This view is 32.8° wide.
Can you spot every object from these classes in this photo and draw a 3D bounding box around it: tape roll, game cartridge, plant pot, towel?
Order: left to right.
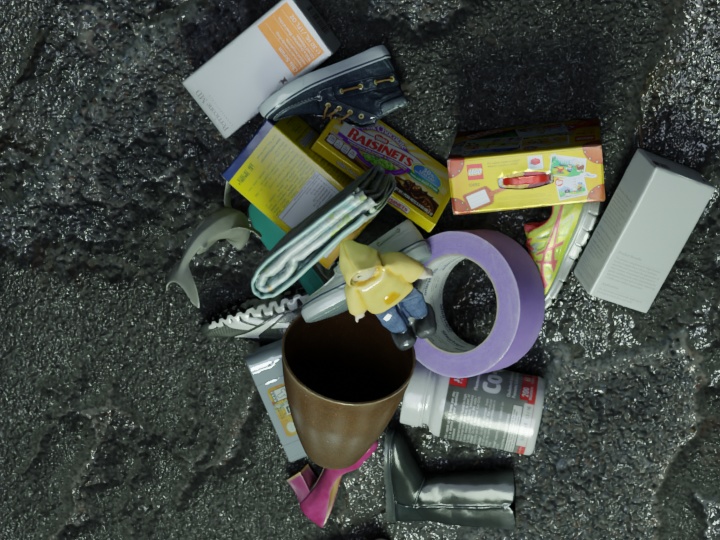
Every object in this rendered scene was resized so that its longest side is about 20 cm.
[{"bbox_3d":[-0.078,0.185,1.822,0.132,0.042,0.202,-20,120,2],"label":"game cartridge"},{"bbox_3d":[-0.046,-0.052,1.576,0.199,0.171,0.048,-36,96,20],"label":"towel"},{"bbox_3d":[-0.029,0.182,1.725,0.184,0.188,0.202,15,133,4],"label":"plant pot"},{"bbox_3d":[0.150,0.044,1.698,0.198,0.085,0.203,2,93,33],"label":"tape roll"}]

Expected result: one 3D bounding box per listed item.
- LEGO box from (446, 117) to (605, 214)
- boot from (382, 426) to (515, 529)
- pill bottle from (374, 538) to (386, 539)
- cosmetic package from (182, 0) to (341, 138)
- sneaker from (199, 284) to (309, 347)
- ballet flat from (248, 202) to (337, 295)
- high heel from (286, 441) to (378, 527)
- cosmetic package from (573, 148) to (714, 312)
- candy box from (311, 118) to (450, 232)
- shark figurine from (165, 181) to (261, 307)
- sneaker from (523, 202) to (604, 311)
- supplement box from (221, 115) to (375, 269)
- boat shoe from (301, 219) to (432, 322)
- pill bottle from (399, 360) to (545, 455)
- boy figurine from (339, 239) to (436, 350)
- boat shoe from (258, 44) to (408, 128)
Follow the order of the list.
[{"bbox_3d":[0.223,-0.140,1.627,0.197,0.149,0.078,-5,109,11],"label":"LEGO box"},{"bbox_3d":[0.137,0.314,1.850,0.197,0.066,0.167,2,118,13],"label":"boot"},{"bbox_3d":[-0.033,0.503,1.926,0.198,0.109,0.110,-24,104,17],"label":"pill bottle"},{"bbox_3d":[-0.135,-0.285,1.680,0.199,0.071,0.102,-36,101,20],"label":"cosmetic package"},{"bbox_3d":[-0.142,0.084,1.817,0.198,0.067,0.092,-16,104,13],"label":"sneaker"},{"bbox_3d":[-0.085,-0.029,1.767,0.201,0.063,0.067,52,134,9],"label":"ballet flat"},{"bbox_3d":[-0.026,0.323,1.867,0.199,0.067,0.096,-34,92,32],"label":"high heel"},{"bbox_3d":[0.382,-0.053,1.660,0.101,0.074,0.202,17,112,-20],"label":"cosmetic package"},{"bbox_3d":[0.037,-0.148,1.686,0.199,0.103,0.026,35,141,-4],"label":"candy box"},{"bbox_3d":[-0.186,-0.044,1.690,0.089,0.214,0.130,20,118,15],"label":"shark figurine"},{"bbox_3d":[0.262,-0.028,1.708,0.089,0.078,0.202,26,106,8],"label":"sneaker"},{"bbox_3d":[-0.077,-0.119,1.709,0.200,0.110,0.109,41,111,-6],"label":"supplement box"},{"bbox_3d":[0.000,0.000,1.679,0.198,0.074,0.067,-28,75,-2],"label":"boat shoe"},{"bbox_3d":[0.162,0.193,1.777,0.197,0.114,0.115,11,111,6],"label":"pill bottle"},{"bbox_3d":[0.035,0.023,1.606,0.123,0.065,0.200,-27,139,10],"label":"boy figurine"},{"bbox_3d":[-0.033,-0.225,1.640,0.198,0.071,0.092,-26,89,-14],"label":"boat shoe"}]
